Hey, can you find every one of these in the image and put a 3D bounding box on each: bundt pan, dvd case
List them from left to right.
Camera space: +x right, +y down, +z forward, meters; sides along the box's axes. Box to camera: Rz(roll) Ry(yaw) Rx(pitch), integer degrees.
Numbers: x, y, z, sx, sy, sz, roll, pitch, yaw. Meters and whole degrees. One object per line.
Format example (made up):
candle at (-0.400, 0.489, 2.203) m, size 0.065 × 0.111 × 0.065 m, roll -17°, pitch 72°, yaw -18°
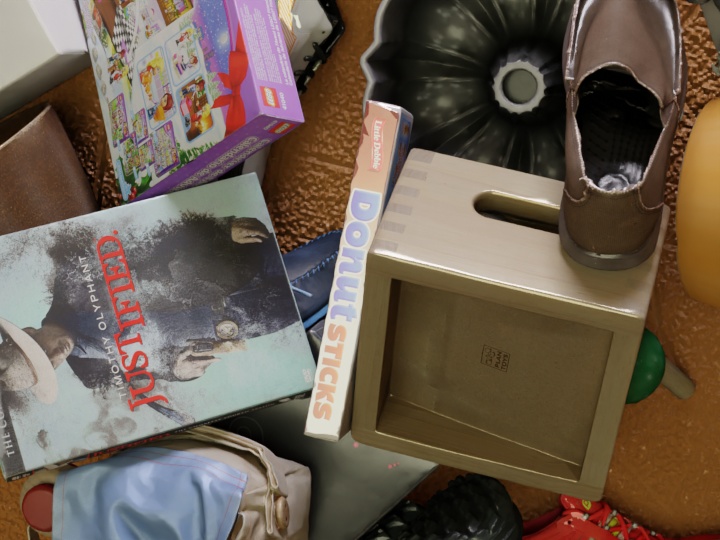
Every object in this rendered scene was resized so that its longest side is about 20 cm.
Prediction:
dvd case at (-0.138, 0.032, 1.055) m, size 0.200 × 0.022 × 0.146 m, roll -15°, pitch 81°, yaw -14°
bundt pan at (0.104, -0.118, 1.088) m, size 0.202 × 0.076 × 0.202 m, roll 2°, pitch 101°, yaw 12°

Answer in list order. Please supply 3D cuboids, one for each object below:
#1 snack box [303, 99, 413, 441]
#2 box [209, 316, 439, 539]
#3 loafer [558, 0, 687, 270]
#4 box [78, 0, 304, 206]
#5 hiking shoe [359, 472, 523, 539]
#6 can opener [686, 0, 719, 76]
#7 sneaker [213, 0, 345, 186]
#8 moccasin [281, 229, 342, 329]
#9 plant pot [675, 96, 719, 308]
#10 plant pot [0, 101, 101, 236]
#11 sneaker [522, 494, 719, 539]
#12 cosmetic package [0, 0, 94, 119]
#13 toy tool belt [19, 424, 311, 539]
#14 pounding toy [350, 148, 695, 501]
snack box at (0.000, 0.000, 1.041) m, size 0.024 × 0.072 × 0.200 m, roll 11°, pitch 93°, yaw 8°
box at (-0.047, 0.136, 1.154) m, size 0.122 × 0.106 × 0.200 m, roll 46°, pitch 106°, yaw 2°
loafer at (0.150, -0.099, 0.962) m, size 0.073 × 0.071 × 0.200 m, roll 3°, pitch 61°, yaw 4°
box at (-0.114, -0.154, 1.090) m, size 0.137 × 0.039 × 0.200 m, roll -29°, pitch 67°, yaw 38°
hiking shoe at (0.063, 0.183, 1.085) m, size 0.074 × 0.200 × 0.087 m, roll -42°, pitch 93°, yaw -22°
can opener at (0.218, -0.182, 1.026) m, size 0.066 × 0.053 × 0.200 m, roll -47°, pitch 130°, yaw -14°
sneaker at (-0.056, -0.138, 1.124) m, size 0.080 × 0.074 × 0.200 m, roll 12°, pitch 103°, yaw 9°
moccasin at (-0.085, 0.023, 1.116) m, size 0.200 × 0.080 × 0.068 m, roll -34°, pitch 108°, yaw -22°
plant pot at (0.291, -0.033, 1.013) m, size 0.183 × 0.200 × 0.200 m, roll 7°, pitch 102°, yaw 28°
plant pot at (-0.229, 0.021, 1.153) m, size 0.187 × 0.187 × 0.200 m, roll -28°, pitch 106°, yaw 16°
sneaker at (0.157, 0.181, 1.133) m, size 0.200 × 0.077 × 0.085 m, roll -6°, pitch 93°, yaw 14°
cosmetic package at (-0.277, -0.133, 1.159) m, size 0.200 × 0.108 × 0.085 m, roll -29°, pitch 91°, yaw 15°
toy tool belt at (-0.136, 0.155, 1.060) m, size 0.200 × 0.123 × 0.125 m, roll 2°, pitch 97°, yaw 16°
pounding toy at (0.111, 0.035, 1.041) m, size 0.200 × 0.142 × 0.184 m, roll 13°, pitch 133°, yaw 9°
